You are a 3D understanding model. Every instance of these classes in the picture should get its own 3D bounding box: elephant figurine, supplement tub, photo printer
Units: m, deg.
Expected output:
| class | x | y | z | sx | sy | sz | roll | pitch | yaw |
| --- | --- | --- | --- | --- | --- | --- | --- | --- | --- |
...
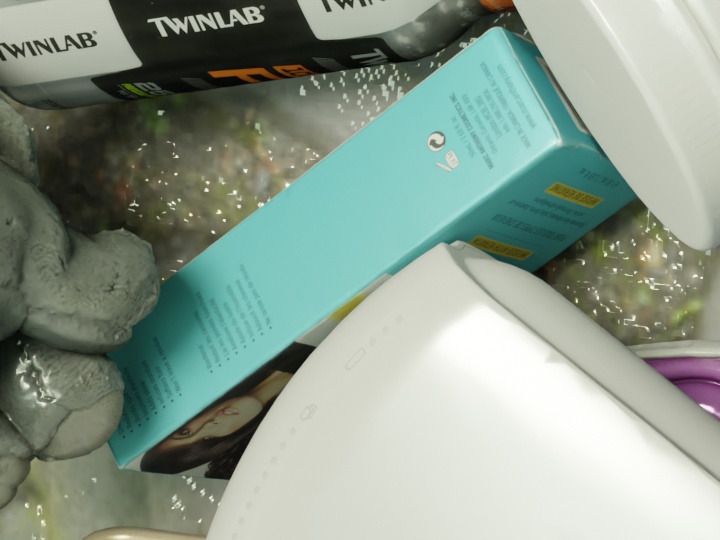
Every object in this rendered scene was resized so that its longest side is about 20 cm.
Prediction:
| class | x | y | z | sx | sy | sz | roll | pitch | yaw |
| --- | --- | --- | --- | --- | --- | --- | --- | --- | --- |
| elephant figurine | -0.166 | -0.021 | 0.763 | 0.200 | 0.141 | 0.156 | 55 | 137 | 41 |
| supplement tub | -0.038 | -0.126 | 0.773 | 0.199 | 0.122 | 0.123 | -6 | 92 | 22 |
| photo printer | 0.051 | 0.101 | 0.712 | 0.200 | 0.069 | 0.167 | 40 | 105 | 15 |
| supplement tub | 0.151 | -0.111 | 0.669 | 0.200 | 0.132 | 0.132 | -33 | 82 | -1 |

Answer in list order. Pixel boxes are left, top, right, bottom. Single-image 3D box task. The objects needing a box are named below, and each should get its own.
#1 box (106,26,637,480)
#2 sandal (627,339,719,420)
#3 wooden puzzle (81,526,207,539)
| class | x | y | z | sx | sy | sz | roll | pitch | yaw |
| --- | --- | --- | --- | --- | --- | --- | --- | --- | --- |
| box | 0.000 | 0.000 | 0.780 | 0.200 | 0.082 | 0.049 | -37 | 66 | 22 |
| sandal | 0.054 | 0.068 | 0.790 | 0.202 | 0.050 | 0.083 | -20 | 86 | 20 |
| wooden puzzle | -0.005 | 0.185 | 0.815 | 0.199 | 0.046 | 0.186 | 3 | 106 | 16 |
